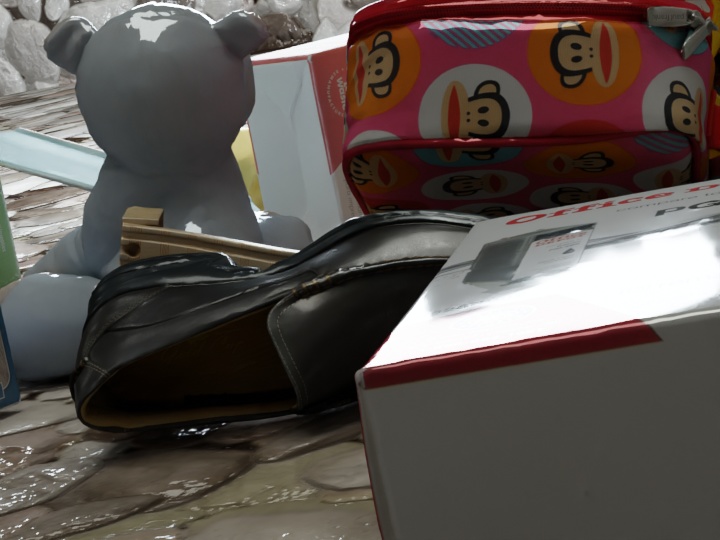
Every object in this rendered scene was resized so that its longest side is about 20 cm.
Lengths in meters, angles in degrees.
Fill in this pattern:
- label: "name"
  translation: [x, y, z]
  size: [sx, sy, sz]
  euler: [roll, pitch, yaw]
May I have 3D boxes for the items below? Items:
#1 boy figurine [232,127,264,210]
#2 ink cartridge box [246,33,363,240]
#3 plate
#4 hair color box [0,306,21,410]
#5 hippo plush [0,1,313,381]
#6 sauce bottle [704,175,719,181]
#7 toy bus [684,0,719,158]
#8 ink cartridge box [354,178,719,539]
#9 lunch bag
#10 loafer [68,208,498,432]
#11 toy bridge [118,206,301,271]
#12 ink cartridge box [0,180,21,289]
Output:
- label: "boy figurine"
  translation: [-0.006, -0.071, 1.458]
  size: [0.200, 0.065, 0.124]
  euler: [-15, 10, -16]
- label: "ink cartridge box"
  translation: [0.037, -0.080, 1.289]
  size: [0.200, 0.117, 0.067]
  euler: [-20, 13, -40]
- label: "plate"
  translation: [-0.128, -0.049, 1.307]
  size: [0.200, 0.026, 0.200]
  euler: [17, -1, 0]
- label: "hair color box"
  translation: [-0.259, 0.048, 1.052]
  size: [0.200, 0.061, 0.100]
  euler: [-4, 12, 38]
- label: "hippo plush"
  translation: [-0.107, -0.040, 1.084]
  size: [0.159, 0.161, 0.200]
  euler: [-10, 9, 5]
- label: "sauce bottle"
  translation: [0.166, -0.006, 0.869]
  size: [0.066, 0.066, 0.200]
  euler: [-13, 8, -10]
- label: "toy bus"
  translation: [0.149, -0.103, 1.219]
  size: [0.200, 0.192, 0.136]
  euler: [14, -21, -13]
- label: "ink cartridge box"
  translation: [0.092, 0.030, 0.668]
  size: [0.147, 0.083, 0.200]
  euler: [-10, 10, 13]
- label: "lunch bag"
  translation: [0.085, -0.054, 1.006]
  size: [0.176, 0.082, 0.200]
  euler: [0, -15, 5]
- label: "loafer"
  translation: [-0.016, 0.029, 0.901]
  size: [0.200, 0.073, 0.072]
  euler: [-12, 30, 18]
- label: "toy bridge"
  translation: [0.000, 0.000, 0.967]
  size: [0.200, 0.027, 0.067]
  euler: [6, 9, -1]
- label: "ink cartridge box"
  translation: [-0.223, -0.034, 1.241]
  size: [0.048, 0.146, 0.200]
  euler: [-14, 9, -15]
